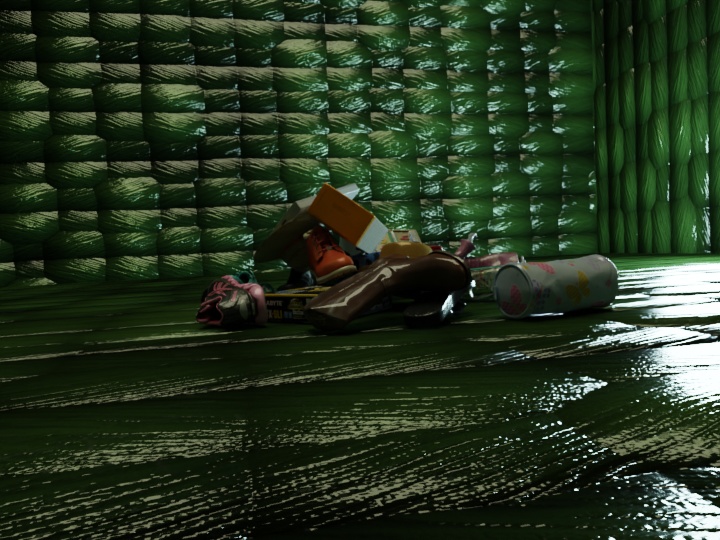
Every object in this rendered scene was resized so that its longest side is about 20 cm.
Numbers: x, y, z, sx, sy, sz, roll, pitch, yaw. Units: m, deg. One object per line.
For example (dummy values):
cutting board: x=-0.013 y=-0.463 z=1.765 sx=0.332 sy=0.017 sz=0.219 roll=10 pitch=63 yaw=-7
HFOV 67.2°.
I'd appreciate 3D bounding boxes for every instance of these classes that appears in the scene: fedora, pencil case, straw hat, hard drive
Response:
fedora: x=0.092 y=-0.004 z=1.024 sx=0.197 sy=0.083 sz=0.201 roll=9 pitch=-15 yaw=3
pencil case: x=0.298 y=0.022 z=0.825 sx=0.197 sy=0.085 sz=0.090 roll=-5 pitch=10 yaw=-28
straw hat: x=-0.130 y=-0.043 z=1.197 sx=0.200 sy=0.086 sz=0.201 roll=-35 pitch=-9 yaw=-6
hard drive: x=-0.102 y=-0.130 z=1.223 sx=0.199 sy=0.027 sz=0.132 roll=-26 pitch=-14 yaw=-47

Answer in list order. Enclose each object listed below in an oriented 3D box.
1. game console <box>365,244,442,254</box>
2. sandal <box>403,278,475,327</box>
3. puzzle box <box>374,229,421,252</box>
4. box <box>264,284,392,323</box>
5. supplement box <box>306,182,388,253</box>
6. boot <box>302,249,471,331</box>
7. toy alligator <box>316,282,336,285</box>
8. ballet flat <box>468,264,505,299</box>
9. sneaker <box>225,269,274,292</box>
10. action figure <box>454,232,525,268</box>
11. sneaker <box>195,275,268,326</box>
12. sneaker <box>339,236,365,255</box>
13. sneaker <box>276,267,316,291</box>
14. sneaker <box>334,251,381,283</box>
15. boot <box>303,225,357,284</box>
game console: x=0.097 y=-0.006 z=1.394 sx=0.196 sy=0.175 sz=0.119 roll=-4 pitch=29 yaw=-10
sandal: x=0.122 y=0.055 z=0.831 sx=0.074 sy=0.049 sz=0.200 roll=-3 pitch=15 yaw=33
puzzle box: x=0.093 y=-0.022 z=1.242 sx=0.131 sy=0.026 sz=0.202 roll=-1 pitch=44 yaw=-18
box: x=-0.060 y=0.054 z=0.943 sx=0.158 sy=0.050 sz=0.199 roll=-3 pitch=2 yaw=33
supplement box: x=-0.022 y=-0.102 z=1.140 sx=0.125 sy=0.074 sz=0.200 roll=34 pitch=3 yaw=12
boot: x=0.033 y=0.034 z=0.766 sx=0.199 sy=0.065 sz=0.185 roll=-27 pitch=17 yaw=-38
toy alligator: x=-0.097 y=0.028 z=1.360 sx=0.053 sy=0.060 sz=0.199 roll=2 pitch=0 yaw=-26
ballet flat: x=0.209 y=0.026 z=1.071 sx=0.198 sy=0.065 sz=0.075 roll=-4 pitch=0 yaw=43
sneaker: x=-0.221 y=0.038 z=1.093 sx=0.076 sy=0.081 sz=0.200 roll=-2 pitch=2 yaw=9
action figure: x=0.243 y=0.006 z=1.168 sx=0.196 sy=0.136 sz=0.150 roll=6 pitch=29 yaw=-2
sneaker: x=-0.232 y=0.058 z=0.886 sx=0.094 sy=0.080 sz=0.199 roll=-19 pitch=10 yaw=-35
sneaker: x=-0.028 y=-0.026 z=1.350 sx=0.073 sy=0.080 sz=0.201 roll=31 pitch=-27 yaw=21
sneaker: x=-0.147 y=0.027 z=1.243 sx=0.073 sy=0.082 sz=0.200 roll=-3 pitch=3 yaw=7
sneaker: x=0.000 y=0.000 z=1.166 sx=0.081 sy=0.075 sz=0.199 roll=1 pitch=-7 yaw=-35
boot: x=-0.069 y=-0.034 z=1.063 sx=0.074 sy=0.109 sz=0.200 roll=-16 pitch=11 yaw=-19
